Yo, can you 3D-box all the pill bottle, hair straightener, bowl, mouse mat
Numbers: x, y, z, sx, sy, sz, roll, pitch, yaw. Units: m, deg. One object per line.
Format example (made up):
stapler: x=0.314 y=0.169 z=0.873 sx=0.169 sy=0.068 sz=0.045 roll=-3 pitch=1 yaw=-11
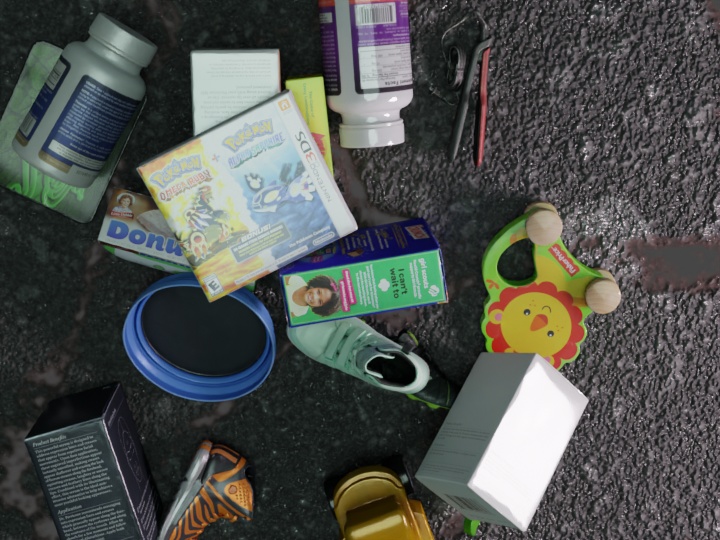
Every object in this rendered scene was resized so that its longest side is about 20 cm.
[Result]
pill bottle: x=0.008 y=-0.258 z=1.388 sx=0.111 sy=0.111 sz=0.200 roll=-4 pitch=102 yaw=-2
hair straightener: x=0.129 y=-0.237 z=1.434 sx=0.077 sy=0.041 sz=0.200 roll=4 pitch=102 yaw=-4
bowl: x=-0.208 y=0.086 z=1.450 sx=0.200 sy=0.039 sz=0.201 roll=3 pitch=126 yaw=4
mouse mat: x=-0.387 y=-0.178 z=1.440 sx=0.161 sy=0.008 sz=0.200 roll=25 pitch=101 yaw=-8
pill bottle: x=-0.337 y=-0.212 z=1.375 sx=0.111 sy=0.111 sz=0.200 roll=31 pitch=99 yaw=-9

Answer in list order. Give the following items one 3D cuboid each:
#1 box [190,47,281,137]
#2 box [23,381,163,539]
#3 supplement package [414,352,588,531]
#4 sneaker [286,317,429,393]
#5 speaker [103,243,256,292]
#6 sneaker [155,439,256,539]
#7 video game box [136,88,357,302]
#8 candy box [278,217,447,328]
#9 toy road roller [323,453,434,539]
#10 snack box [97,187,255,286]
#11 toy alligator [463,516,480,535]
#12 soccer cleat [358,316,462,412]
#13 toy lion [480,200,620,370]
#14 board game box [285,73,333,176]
box: x=-0.150 y=-0.175 z=1.377 sx=0.106 sy=0.152 sz=0.200 roll=-2 pitch=103 yaw=-4
box: x=-0.347 y=0.272 z=1.464 sx=0.107 sy=0.148 sz=0.200 roll=-15 pitch=102 yaw=0
supplement package: x=0.185 y=0.218 z=1.444 sx=0.117 sy=0.117 sz=0.200 roll=41 pitch=67 yaw=-23
sneaker: x=-0.007 y=0.097 z=1.416 sx=0.200 sy=0.118 sz=0.074 roll=22 pitch=86 yaw=8
speaker: x=-0.225 y=-0.035 z=1.438 sx=0.200 sy=0.088 sz=0.088 roll=17 pitch=101 yaw=-6
sneaker: x=-0.209 y=0.341 z=1.522 sx=0.112 sy=0.078 sz=0.200 roll=26 pitch=100 yaw=-7
video game box: x=-0.130 y=-0.087 z=1.298 sx=0.200 sy=0.047 sz=0.182 roll=-27 pitch=101 yaw=2
candy box: x=0.000 y=0.000 z=1.413 sx=0.200 sy=0.169 sz=0.077 roll=-11 pitch=106 yaw=0
toy road roller: x=0.030 y=0.361 z=1.502 sx=0.123 sy=0.146 sz=0.200 roll=-20 pitch=102 yaw=2
snack box: x=-0.220 y=-0.042 z=1.384 sx=0.200 sy=0.024 sz=0.072 roll=16 pitch=78 yaw=-6
toy alligator: x=0.174 y=0.268 z=1.542 sx=0.054 sy=0.059 sz=0.200 roll=0 pitch=98 yaw=-48
soccer cleat: x=0.071 y=0.130 z=1.498 sx=0.200 sy=0.068 sz=0.081 roll=25 pitch=98 yaw=-5
toy lion: x=0.235 y=0.036 z=1.493 sx=0.192 sy=0.069 sz=0.200 roll=-39 pitch=101 yaw=13
board game box: x=-0.061 y=-0.147 z=1.413 sx=0.048 sy=0.102 sz=0.200 roll=-6 pitch=102 yaw=-1
